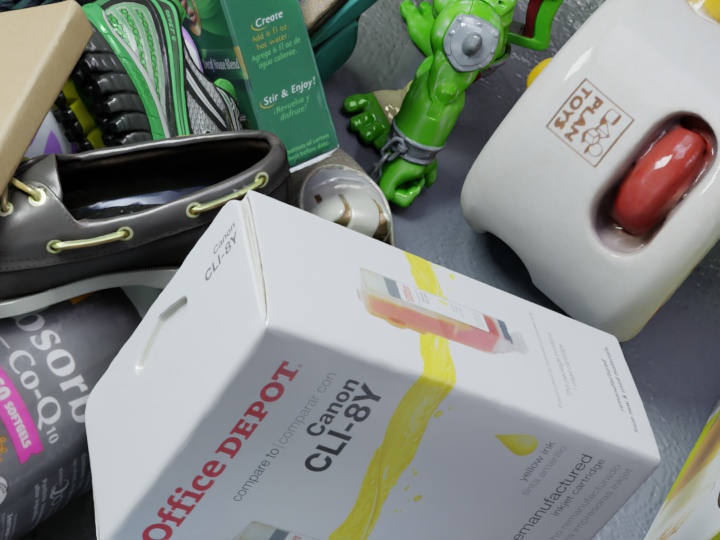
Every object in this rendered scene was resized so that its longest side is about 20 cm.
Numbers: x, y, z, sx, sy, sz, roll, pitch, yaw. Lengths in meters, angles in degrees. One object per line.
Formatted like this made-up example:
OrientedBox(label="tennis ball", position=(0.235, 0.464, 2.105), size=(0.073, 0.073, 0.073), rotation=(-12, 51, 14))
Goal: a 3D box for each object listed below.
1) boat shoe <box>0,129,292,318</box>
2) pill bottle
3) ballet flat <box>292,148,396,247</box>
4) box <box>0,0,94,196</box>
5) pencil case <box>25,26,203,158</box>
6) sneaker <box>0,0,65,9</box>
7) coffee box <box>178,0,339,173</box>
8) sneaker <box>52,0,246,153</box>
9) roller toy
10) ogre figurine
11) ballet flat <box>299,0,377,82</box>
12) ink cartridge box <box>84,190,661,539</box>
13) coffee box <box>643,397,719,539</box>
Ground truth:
OrientedBox(label="boat shoe", position=(-0.128, -0.024, 0.857), size=(0.200, 0.061, 0.072), rotation=(-7, 35, -12))
OrientedBox(label="pill bottle", position=(-0.155, 0.053, 0.900), size=(0.116, 0.117, 0.200), rotation=(47, 50, 11))
OrientedBox(label="ballet flat", position=(0.000, 0.000, 1.049), size=(0.067, 0.062, 0.201), rotation=(4, 55, -24))
OrientedBox(label="box", position=(-0.219, -0.046, 0.855), size=(0.162, 0.021, 0.201), rotation=(-6, 37, 21))
OrientedBox(label="pencil case", position=(-0.173, -0.080, 1.012), size=(0.199, 0.085, 0.085), rotation=(-18, 28, -37))
OrientedBox(label="sneaker", position=(-0.198, -0.159, 1.074), size=(0.199, 0.074, 0.088), rotation=(12, 67, -8))
OrientedBox(label="coffee box", position=(-0.076, -0.159, 1.021), size=(0.044, 0.201, 0.123), rotation=(-24, 28, -16))
OrientedBox(label="sneaker", position=(-0.081, -0.049, 0.985), size=(0.085, 0.078, 0.201), rotation=(-36, 115, -30))
OrientedBox(label="roller toy", position=(0.150, -0.068, 1.088), size=(0.140, 0.200, 0.182), rotation=(41, 55, 7))
OrientedBox(label="ogre figurine", position=(0.058, -0.143, 1.142), size=(0.098, 0.120, 0.200), rotation=(39, 49, 5))
OrientedBox(label="ballet flat", position=(-0.028, -0.150, 1.062), size=(0.068, 0.200, 0.067), rotation=(-39, 89, -17))
OrientedBox(label="ink cartridge box", position=(0.002, 0.072, 0.837), size=(0.199, 0.145, 0.084), rotation=(21, 34, -27))
OrientedBox(label="coffee box", position=(0.274, 0.139, 0.992), size=(0.200, 0.200, 0.198), rotation=(37, 50, 2))
